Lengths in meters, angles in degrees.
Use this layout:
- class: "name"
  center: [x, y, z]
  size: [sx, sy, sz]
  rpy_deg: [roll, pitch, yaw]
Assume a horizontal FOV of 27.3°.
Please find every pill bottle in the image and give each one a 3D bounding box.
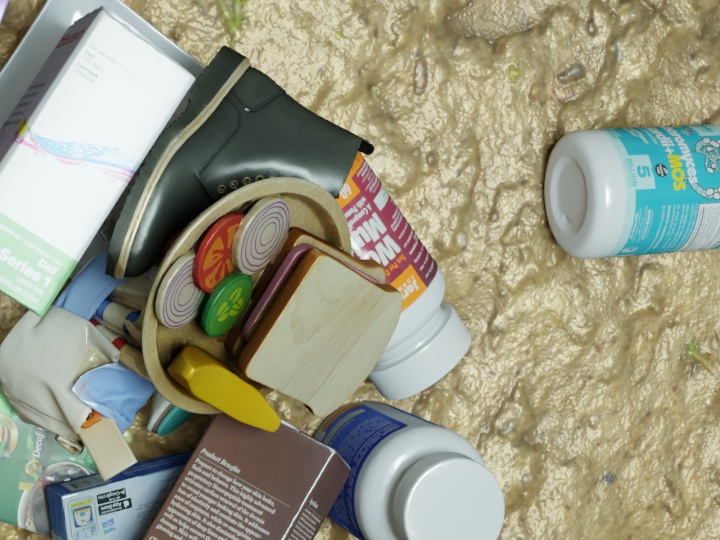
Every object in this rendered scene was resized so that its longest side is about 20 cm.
- class: "pill bottle"
  center: [0.000, 0.000, 1.201]
  size: [0.109, 0.109, 0.200]
  rpy_deg: [-39, 105, -13]
- class: "pill bottle"
  center: [0.269, -0.071, 1.293]
  size: [0.199, 0.111, 0.112]
  rpy_deg: [-5, 96, -20]
- class: "pill bottle"
  center: [0.036, 0.172, 1.179]
  size: [0.111, 0.200, 0.113]
  rpy_deg: [-2, 95, -19]

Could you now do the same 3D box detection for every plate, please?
- class: "plate"
  center: [-0.201, -0.096, 1.161]
  size: [0.199, 0.032, 0.201]
  rpy_deg: [36, 82, -18]

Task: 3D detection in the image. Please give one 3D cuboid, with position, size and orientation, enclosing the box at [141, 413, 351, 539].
- class: "box"
  center: [-0.101, 0.205, 1.108]
  size: [0.100, 0.075, 0.201]
  rpy_deg: [26, 78, 20]

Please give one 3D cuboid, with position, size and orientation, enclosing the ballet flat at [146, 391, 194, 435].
- class: "ballet flat"
  center: [-0.112, 0.048, 1.168]
  size: [0.069, 0.070, 0.200]
  rpy_deg: [37, 115, -18]

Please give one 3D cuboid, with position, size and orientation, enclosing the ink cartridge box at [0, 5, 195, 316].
- class: "ink cartridge box"
  center: [-0.217, -0.078, 1.063]
  size: [0.084, 0.145, 0.201]
  rpy_deg: [34, 82, -19]

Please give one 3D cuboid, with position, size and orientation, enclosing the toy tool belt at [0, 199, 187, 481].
- class: "toy tool belt"
  center: [-0.163, 0.050, 1.100]
  size: [0.122, 0.125, 0.200]
  rpy_deg: [30, 70, 22]

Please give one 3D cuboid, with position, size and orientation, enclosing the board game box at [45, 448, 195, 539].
- class: "board game box"
  center: [-0.140, 0.247, 1.182]
  size: [0.199, 0.043, 0.201]
  rpy_deg: [-10, 101, -30]

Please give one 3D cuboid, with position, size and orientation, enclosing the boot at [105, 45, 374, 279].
- class: "boot"
  center: [-0.084, -0.056, 1.071]
  size: [0.138, 0.077, 0.201]
  rpy_deg: [29, 66, -3]

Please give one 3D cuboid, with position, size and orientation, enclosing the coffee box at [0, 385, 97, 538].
- class: "coffee box"
  center: [-0.296, 0.120, 1.137]
  size: [0.199, 0.044, 0.124]
  rpy_deg: [25, 86, -20]

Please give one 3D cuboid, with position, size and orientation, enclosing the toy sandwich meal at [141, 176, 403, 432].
- class: "toy sandwich meal"
  center: [-0.061, 0.031, 1.043]
  size: [0.204, 0.070, 0.206]
  rpy_deg: [-26, 133, -32]

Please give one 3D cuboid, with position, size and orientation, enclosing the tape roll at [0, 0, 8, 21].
- class: "tape roll"
  center: [-0.297, -0.189, 1.031]
  size: [0.085, 0.200, 0.201]
  rpy_deg: [22, 87, -20]
